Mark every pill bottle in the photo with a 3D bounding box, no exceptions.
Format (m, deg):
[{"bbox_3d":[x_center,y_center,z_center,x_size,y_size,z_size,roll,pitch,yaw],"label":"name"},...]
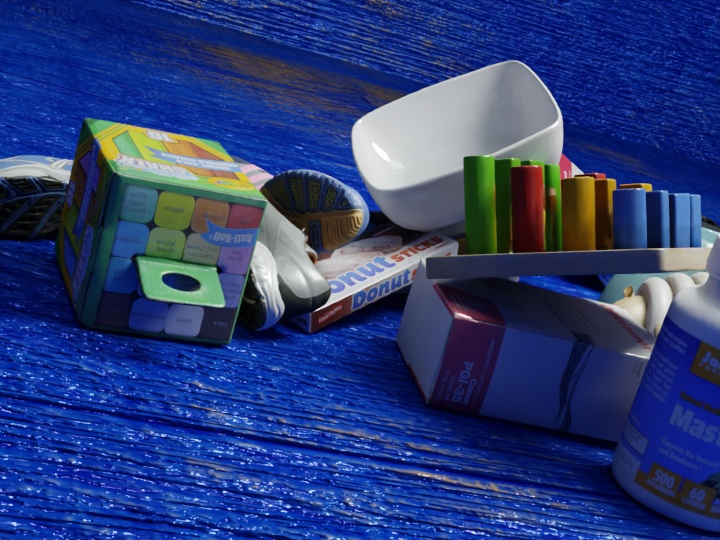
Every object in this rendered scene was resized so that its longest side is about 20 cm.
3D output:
[{"bbox_3d":[0.270,0.080,0.891,0.111,0.202,0.112,15,15,-4],"label":"pill bottle"}]

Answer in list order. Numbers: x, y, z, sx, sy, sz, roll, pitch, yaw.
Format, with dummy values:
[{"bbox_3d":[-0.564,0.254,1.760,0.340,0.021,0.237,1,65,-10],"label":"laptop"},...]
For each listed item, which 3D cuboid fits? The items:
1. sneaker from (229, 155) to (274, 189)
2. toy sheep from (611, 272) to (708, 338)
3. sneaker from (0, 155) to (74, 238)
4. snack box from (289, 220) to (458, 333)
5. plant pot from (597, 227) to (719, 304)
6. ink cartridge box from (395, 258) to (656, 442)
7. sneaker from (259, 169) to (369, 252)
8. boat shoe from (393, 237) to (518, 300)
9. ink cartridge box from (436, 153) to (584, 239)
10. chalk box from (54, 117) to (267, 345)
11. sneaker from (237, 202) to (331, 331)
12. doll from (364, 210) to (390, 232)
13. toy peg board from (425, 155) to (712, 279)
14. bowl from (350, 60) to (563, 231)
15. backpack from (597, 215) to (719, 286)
[{"bbox_3d":[-0.115,-0.071,1.237,0.198,0.071,0.082,19,12,8],"label":"sneaker"},{"bbox_3d":[0.324,0.067,1.143,0.197,0.140,0.138,12,15,-4],"label":"toy sheep"},{"bbox_3d":[-0.257,-0.072,1.068,0.198,0.076,0.077,6,23,-41],"label":"sneaker"},{"bbox_3d":[0.000,0.000,1.096,0.072,0.025,0.199,29,37,34],"label":"snack box"},{"bbox_3d":[0.366,0.028,1.308,0.198,0.136,0.200,17,15,-5],"label":"plant pot"},{"bbox_3d":[0.144,0.069,1.013,0.198,0.084,0.147,13,15,-13],"label":"ink cartridge box"},{"bbox_3d":[-0.060,-0.050,1.112,0.198,0.076,0.088,-1,-3,40],"label":"sneaker"},{"bbox_3d":[0.068,0.008,1.184,0.197,0.066,0.072,-4,32,-19],"label":"boat shoe"},{"bbox_3d":[0.179,-0.057,1.301,0.144,0.085,0.200,-6,-15,27],"label":"ink cartridge box"},{"bbox_3d":[-0.155,-0.026,0.932,0.123,0.125,0.200,9,17,-26],"label":"chalk box"},{"bbox_3d":[-0.086,-0.024,1.036,0.078,0.075,0.201,-7,42,-23],"label":"sneaker"},{"bbox_3d":[0.021,-0.039,1.313,0.136,0.049,0.200,23,10,-39],"label":"doll"},{"bbox_3d":[0.183,-0.046,0.980,0.197,0.099,0.199,-2,1,33],"label":"toy peg board"},{"bbox_3d":[0.096,-0.114,1.171,0.198,0.075,0.200,-20,29,3],"label":"bowl"},{"bbox_3d":[0.375,-0.025,1.527,0.197,0.156,0.163,-4,12,4],"label":"backpack"}]
